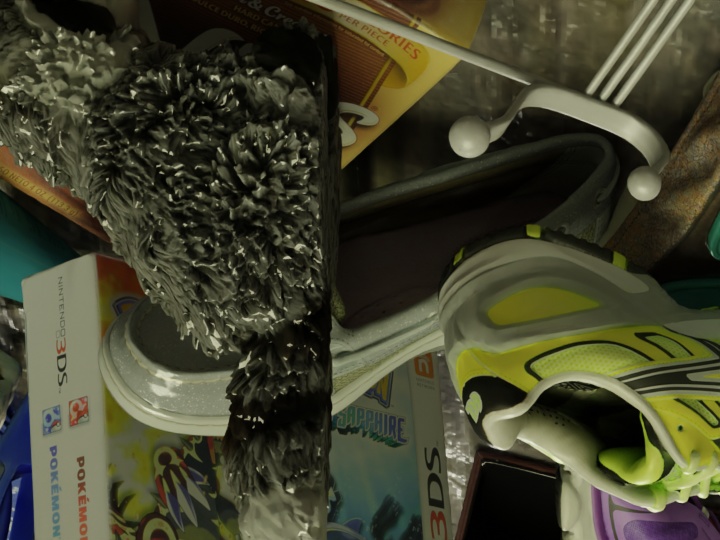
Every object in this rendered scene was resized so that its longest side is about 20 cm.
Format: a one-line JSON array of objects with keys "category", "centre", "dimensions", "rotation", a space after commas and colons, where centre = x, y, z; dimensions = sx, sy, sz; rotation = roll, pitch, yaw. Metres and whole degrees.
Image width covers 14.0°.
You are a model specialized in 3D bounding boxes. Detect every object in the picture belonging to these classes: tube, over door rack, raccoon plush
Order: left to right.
[{"category": "tube", "centre": [-0.150, -0.018, 1.113], "dimensions": [0.077, 0.050, 0.200], "rotation": [38, -177, 30]}, {"category": "raccoon plush", "centre": [-0.076, -0.008, 0.951], "dimensions": [0.133, 0.201, 0.097], "rotation": [0, 155, 4]}, {"category": "over door rack", "centre": [0.043, -0.116, 0.903], "dimensions": [0.199, 0.067, 0.148], "rotation": [26, 121, -13]}]

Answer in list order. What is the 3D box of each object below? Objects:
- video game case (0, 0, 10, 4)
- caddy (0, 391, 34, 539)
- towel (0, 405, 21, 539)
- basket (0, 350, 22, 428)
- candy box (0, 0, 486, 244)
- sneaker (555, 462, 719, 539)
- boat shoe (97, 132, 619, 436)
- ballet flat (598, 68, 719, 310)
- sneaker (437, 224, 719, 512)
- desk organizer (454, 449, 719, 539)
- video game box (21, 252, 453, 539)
[{"category": "video game case", "centre": [-0.253, -0.109, 1.117], "dimensions": [0.180, 0.026, 0.200], "rotation": [33, 142, -20]}, {"category": "caddy", "centre": [-0.112, 0.115, 1.208], "dimensions": [0.105, 0.201, 0.141], "rotation": [15, 160, -14]}, {"category": "towel", "centre": [-0.201, 0.083, 1.351], "dimensions": [0.144, 0.024, 0.200], "rotation": [-17, 129, 40]}, {"category": "basket", "centre": [-0.256, 0.065, 1.231], "dimensions": [0.199, 0.124, 0.136], "rotation": [29, 143, -2]}, {"category": "candy box", "centre": [-0.053, -0.078, 1.047], "dimensions": [0.116, 0.057, 0.200], "rotation": [31, 141, -15]}, {"category": "sneaker", "centre": [0.124, 0.113, 1.167], "dimensions": [0.083, 0.081, 0.201], "rotation": [-10, 108, 8]}, {"category": "boat shoe", "centre": [0.001, 0.001, 1.049], "dimensions": [0.201, 0.075, 0.065], "rotation": [-15, 140, -19]}, {"category": "ballet flat", "centre": [0.124, -0.019, 1.034], "dimensions": [0.068, 0.067, 0.200], "rotation": [7, 141, -24]}, {"category": "sneaker", "centre": [0.117, 0.054, 1.004], "dimensions": [0.199, 0.077, 0.076], "rotation": [16, 137, -12]}, {"category": "desk organizer", "centre": [0.132, 0.146, 1.244], "dimensions": [0.199, 0.072, 0.077], "rotation": [13, 141, 7]}, {"category": "video game box", "centre": [-0.039, 0.101, 1.108], "dimensions": [0.047, 0.183, 0.200], "rotation": [-21, 156, 36]}]
